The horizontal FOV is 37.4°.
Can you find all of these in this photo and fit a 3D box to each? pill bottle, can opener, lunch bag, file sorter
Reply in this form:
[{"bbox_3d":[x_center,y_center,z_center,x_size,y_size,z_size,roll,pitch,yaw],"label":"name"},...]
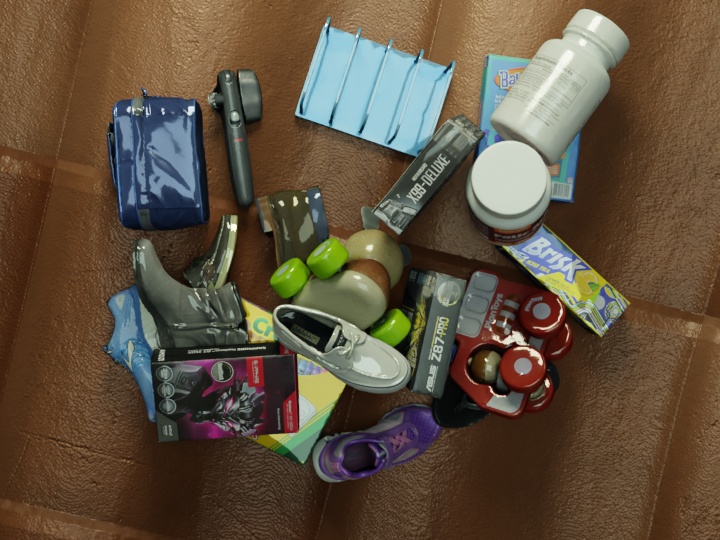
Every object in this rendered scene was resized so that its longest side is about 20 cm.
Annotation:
[{"bbox_3d":[0.281,-0.257,1.484,0.114,0.114,0.200,36,88,-3],"label":"pill bottle"},{"bbox_3d":[0.199,-0.103,1.433,0.113,0.200,0.115,-1,82,7],"label":"pill bottle"},{"bbox_3d":[-0.176,-0.190,1.530,0.078,0.063,0.201,-5,91,-4],"label":"can opener"},{"bbox_3d":[-0.286,-0.156,1.489,0.132,0.136,0.201,-5,91,-4],"label":"lunch bag"},{"bbox_3d":[0.021,-0.261,1.511,0.199,0.123,0.139,18,90,-3],"label":"file sorter"}]

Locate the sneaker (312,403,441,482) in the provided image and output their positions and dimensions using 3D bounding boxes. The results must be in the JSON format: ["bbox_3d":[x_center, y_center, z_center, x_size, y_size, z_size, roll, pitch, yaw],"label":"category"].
[{"bbox_3d":[0.033,0.253,1.531,0.199,0.088,0.081,-19,90,-17],"label":"sneaker"}]

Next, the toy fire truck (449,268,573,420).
[{"bbox_3d":[0.203,0.106,1.521,0.167,0.112,0.201,16,71,24],"label":"toy fire truck"}]

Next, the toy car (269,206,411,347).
[{"bbox_3d":[0.000,0.000,1.503,0.164,0.157,0.200,49,44,-17],"label":"toy car"}]

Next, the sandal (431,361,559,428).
[{"bbox_3d":[0.196,0.172,1.559,0.199,0.043,0.076,-19,79,-9],"label":"sandal"}]

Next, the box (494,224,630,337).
[{"bbox_3d":[0.295,0.005,1.562,0.200,0.064,0.070,42,89,-3],"label":"box"}]

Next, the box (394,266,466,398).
[{"bbox_3d":[0.090,0.081,1.484,0.049,0.200,0.162,14,92,-8],"label":"box"}]

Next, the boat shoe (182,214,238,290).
[{"bbox_3d":[-0.224,0.012,1.528,0.064,0.073,0.201,16,91,-9],"label":"boat shoe"}]

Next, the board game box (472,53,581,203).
[{"bbox_3d":[0.247,-0.207,1.563,0.151,0.045,0.201,7,92,-3],"label":"board game box"}]

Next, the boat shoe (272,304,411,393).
[{"bbox_3d":[-0.027,0.098,1.402,0.199,0.066,0.072,28,73,15],"label":"boat shoe"}]

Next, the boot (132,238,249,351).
[{"bbox_3d":[-0.231,0.034,1.474,0.131,0.070,0.201,-16,112,3],"label":"boot"}]

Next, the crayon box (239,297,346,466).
[{"bbox_3d":[-0.130,0.159,1.544,0.199,0.058,0.173,27,90,-4],"label":"crayon box"}]

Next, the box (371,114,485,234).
[{"bbox_3d":[0.098,-0.136,1.461,0.050,0.200,0.158,40,106,2],"label":"box"}]

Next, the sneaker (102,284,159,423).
[{"bbox_3d":[-0.317,0.122,1.534,0.089,0.079,0.201,-14,86,8],"label":"sneaker"}]

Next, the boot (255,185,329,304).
[{"bbox_3d":[-0.076,-0.025,1.535,0.096,0.075,0.201,-19,91,0],"label":"boot"}]

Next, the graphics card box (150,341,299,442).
[{"bbox_3d":[-0.184,0.166,1.469,0.199,0.051,0.126,-2,112,-4],"label":"graphics card box"}]
